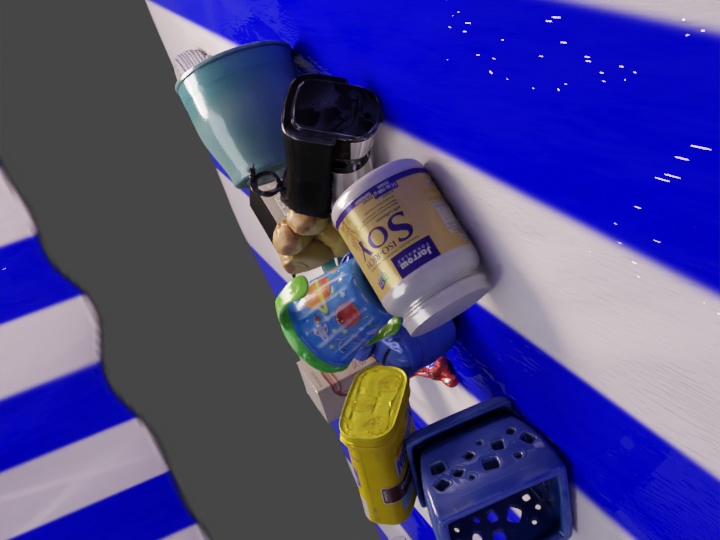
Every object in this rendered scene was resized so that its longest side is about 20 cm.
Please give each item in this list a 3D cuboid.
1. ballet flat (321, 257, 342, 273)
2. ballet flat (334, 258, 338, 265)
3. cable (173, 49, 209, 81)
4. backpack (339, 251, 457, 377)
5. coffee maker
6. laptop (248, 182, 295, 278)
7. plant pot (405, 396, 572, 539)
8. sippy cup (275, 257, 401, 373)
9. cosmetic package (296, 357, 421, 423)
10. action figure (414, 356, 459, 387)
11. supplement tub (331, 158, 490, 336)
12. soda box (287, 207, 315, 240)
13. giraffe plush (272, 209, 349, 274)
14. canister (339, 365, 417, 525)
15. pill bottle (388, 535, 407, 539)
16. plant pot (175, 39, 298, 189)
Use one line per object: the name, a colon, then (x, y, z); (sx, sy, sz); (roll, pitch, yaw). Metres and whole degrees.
ballet flat: (-0.059, -0.051, 1.935); (0.201, 0.068, 0.072); (61, -174, 6)
ballet flat: (0.000, 0.000, 1.788); (0.201, 0.068, 0.068); (58, 168, 15)
cable: (-0.358, -0.404, 2.309); (0.200, 0.069, 0.201); (42, 156, 54)
backpack: (0.045, 0.069, 1.567); (0.200, 0.168, 0.163); (52, 169, 14)
coffee maker: (-0.067, -0.171, 1.460); (0.200, 0.191, 0.135); (91, 164, -60)
laptop: (-0.123, -0.119, 1.911); (0.188, 0.200, 0.116); (57, -162, 18)
plant pot: (0.180, 0.315, 1.491); (0.180, 0.199, 0.201); (-122, 12, -45)
sippy cup: (-0.022, 0.053, 1.403); (0.140, 0.130, 0.178); (55, -151, 3)
cosmetic package: (-0.002, 0.177, 1.852); (0.103, 0.199, 0.088); (47, 160, 47)
action figure: (0.093, 0.149, 1.732); (0.200, 0.052, 0.066); (27, 143, 40)
supplement tub: (0.067, -0.029, 1.336); (0.201, 0.145, 0.145); (59, 166, 14)
soda box: (-0.098, -0.131, 1.776); (0.071, 0.063, 0.201); (101, 159, -68)
giraffe plush: (-0.056, -0.104, 1.647); (0.173, 0.199, 0.163); (-52, 46, 45)
canister: (0.036, 0.266, 1.531); (0.149, 0.086, 0.201); (-69, -26, -48)
pill bottle: (0.131, 0.840, 2.804); (0.201, 0.112, 0.112); (64, 166, -8)
plant pot: (-0.173, -0.240, 1.635); (0.200, 0.199, 0.189); (143, 107, -76)
